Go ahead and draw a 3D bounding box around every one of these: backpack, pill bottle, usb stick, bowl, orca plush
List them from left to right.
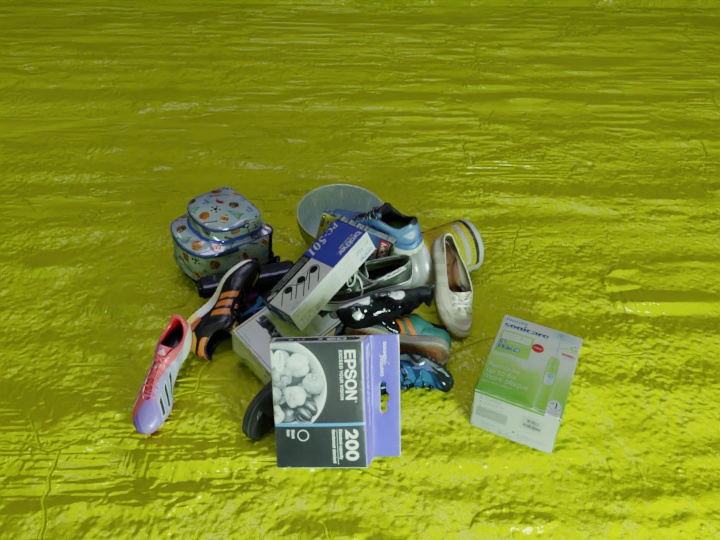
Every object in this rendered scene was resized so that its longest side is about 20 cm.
[{"bbox_3d":[-0.290,-0.067,1.392,0.189,0.157,0.198,-33,47,-30],"label":"backpack"},{"bbox_3d":[-0.221,0.016,1.331,0.194,0.033,0.056,-11,38,-14],"label":"usb stick"},{"bbox_3d":[-0.041,-0.080,1.449,0.194,0.110,0.203,3,43,-3],"label":"bowl"},{"bbox_3d":[0.055,0.080,1.202,0.196,0.105,0.073,-8,74,-38],"label":"orca plush"},{"bbox_3d":[0.146,-0.026,1.389,0.196,0.114,0.111,-19,42,-24],"label":"pill bottle"}]

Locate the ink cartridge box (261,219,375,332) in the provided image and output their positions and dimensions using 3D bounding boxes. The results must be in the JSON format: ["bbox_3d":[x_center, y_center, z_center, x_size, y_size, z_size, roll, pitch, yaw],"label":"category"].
[{"bbox_3d":[-0.072,0.005,1.175,0.093,0.045,0.200,22,63,46],"label":"ink cartridge box"}]

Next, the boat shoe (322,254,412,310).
[{"bbox_3d":[-0.001,0.015,1.207,0.193,0.069,0.075,-9,48,-2],"label":"boat shoe"}]

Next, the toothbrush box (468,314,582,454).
[{"bbox_3d":[0.281,0.186,1.146,0.142,0.088,0.201,17,39,19],"label":"toothbrush box"}]

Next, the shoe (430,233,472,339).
[{"bbox_3d":[0.175,0.027,1.291,0.068,0.053,0.206,-4,74,-21],"label":"shoe"}]

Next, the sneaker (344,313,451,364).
[{"bbox_3d":[0.069,0.119,1.244,0.194,0.073,0.081,11,34,3],"label":"sneaker"}]

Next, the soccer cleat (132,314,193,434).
[{"bbox_3d":[-0.333,0.170,1.133,0.065,0.077,0.204,9,53,9],"label":"soccer cleat"}]

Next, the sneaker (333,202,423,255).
[{"bbox_3d":[0.031,-0.098,1.326,0.195,0.091,0.079,12,43,19],"label":"sneaker"}]

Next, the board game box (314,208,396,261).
[{"bbox_3d":[0.000,0.000,1.314,0.195,0.204,0.062,23,33,6],"label":"board game box"}]

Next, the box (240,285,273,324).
[{"bbox_3d":[-0.179,0.072,1.317,0.140,0.037,0.201,-16,43,-21],"label":"box"}]

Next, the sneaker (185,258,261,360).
[{"bbox_3d":[-0.238,0.076,1.246,0.089,0.070,0.201,36,79,29],"label":"sneaker"}]

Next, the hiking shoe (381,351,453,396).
[{"bbox_3d":[0.062,0.185,1.168,0.195,0.075,0.088,14,60,18],"label":"hiking shoe"}]

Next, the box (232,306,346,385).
[{"bbox_3d":[-0.120,0.106,1.211,0.116,0.061,0.199,40,56,19],"label":"box"}]

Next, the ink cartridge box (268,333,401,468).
[{"bbox_3d":[-0.035,0.198,1.023,0.194,0.204,0.043,-2,12,1],"label":"ink cartridge box"}]

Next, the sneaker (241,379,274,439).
[{"bbox_3d":[-0.096,0.201,1.081,0.103,0.060,0.201,28,72,37],"label":"sneaker"}]
